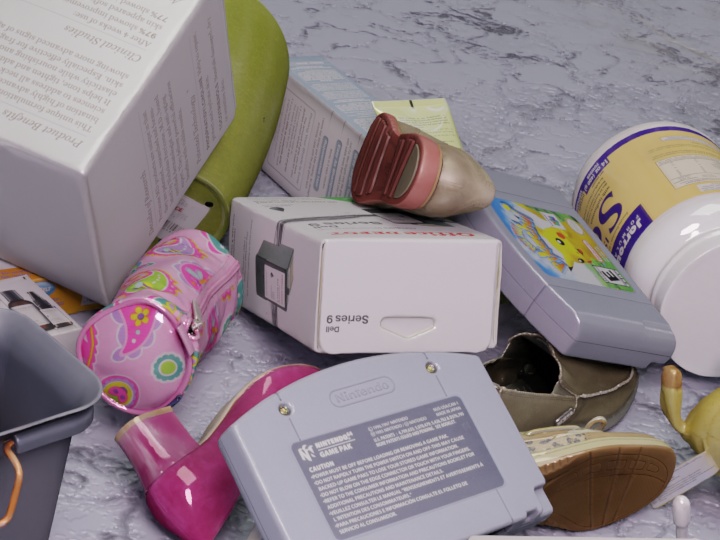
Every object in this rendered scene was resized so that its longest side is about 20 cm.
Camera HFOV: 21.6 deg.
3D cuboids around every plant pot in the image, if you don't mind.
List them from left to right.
[{"bbox_3d":[-0.150,-0.110,1.549,0.185,0.188,0.201,6,43,-9],"label":"plant pot"}]

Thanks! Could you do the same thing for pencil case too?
[{"bbox_3d":[-0.134,0.034,1.321,0.087,0.088,0.200,13,15,3],"label":"pencil case"}]

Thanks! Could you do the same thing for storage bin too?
[{"bbox_3d":[-0.253,0.126,1.082,0.199,0.135,0.145,-17,38,-41],"label":"storage bin"}]

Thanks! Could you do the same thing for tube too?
[{"bbox_3d":[0.072,-0.051,1.517,0.052,0.201,0.058,-24,-18,10],"label":"tube"}]

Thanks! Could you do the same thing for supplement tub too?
[{"bbox_3d":[0.265,-0.019,1.536,0.144,0.147,0.200,3,28,-15],"label":"supplement tub"}]

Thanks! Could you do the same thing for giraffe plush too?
[{"bbox_3d":[0.314,0.108,1.347,0.199,0.174,0.162,-15,3,28],"label":"giraffe plush"}]

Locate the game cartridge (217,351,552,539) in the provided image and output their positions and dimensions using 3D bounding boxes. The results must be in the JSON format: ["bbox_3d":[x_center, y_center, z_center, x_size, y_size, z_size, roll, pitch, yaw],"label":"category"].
[{"bbox_3d":[0.014,0.120,1.163,0.199,0.042,0.134,-13,61,-36],"label":"game cartridge"}]

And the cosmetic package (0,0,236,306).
[{"bbox_3d":[-0.211,-0.122,1.368,0.166,0.167,0.201,23,60,14],"label":"cosmetic package"}]

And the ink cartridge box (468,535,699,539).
[{"bbox_3d":[0.109,0.230,1.037,0.145,0.084,0.200,-2,23,18],"label":"ink cartridge box"}]

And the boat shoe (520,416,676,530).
[{"bbox_3d":[0.119,0.133,1.275,0.198,0.074,0.063,-3,33,-24],"label":"boat shoe"}]

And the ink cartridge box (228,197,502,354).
[{"bbox_3d":[0.000,0.000,1.408,0.145,0.085,0.200,-1,11,-23],"label":"ink cartridge box"}]

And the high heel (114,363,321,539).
[{"bbox_3d":[-0.067,0.123,1.255,0.199,0.067,0.096,-9,57,-54],"label":"high heel"}]

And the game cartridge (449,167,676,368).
[{"bbox_3d":[0.143,-0.008,1.438,0.133,0.041,0.200,6,36,-40],"label":"game cartridge"}]

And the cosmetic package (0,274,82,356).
[{"bbox_3d":[-0.295,0.057,1.286,0.199,0.051,0.082,-13,35,-39],"label":"cosmetic package"}]

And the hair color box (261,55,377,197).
[{"bbox_3d":[-0.016,-0.100,1.633,0.060,0.100,0.200,-6,32,-33],"label":"hair color box"}]

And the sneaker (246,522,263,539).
[{"bbox_3d":[-0.029,0.150,1.204,0.081,0.075,0.200,-17,23,38],"label":"sneaker"}]

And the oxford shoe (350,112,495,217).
[{"bbox_3d":[0.044,-0.070,1.427,0.074,0.071,0.200,18,9,-17],"label":"oxford shoe"}]

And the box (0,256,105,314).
[{"bbox_3d":[-0.273,-0.030,1.471,0.118,0.042,0.200,-9,36,-33],"label":"box"}]

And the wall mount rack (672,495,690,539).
[{"bbox_3d":[0.251,0.211,1.124,0.200,0.075,0.173,36,7,38],"label":"wall mount rack"}]

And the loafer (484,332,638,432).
[{"bbox_3d":[0.141,0.082,1.381,0.075,0.070,0.199,30,33,31],"label":"loafer"}]
